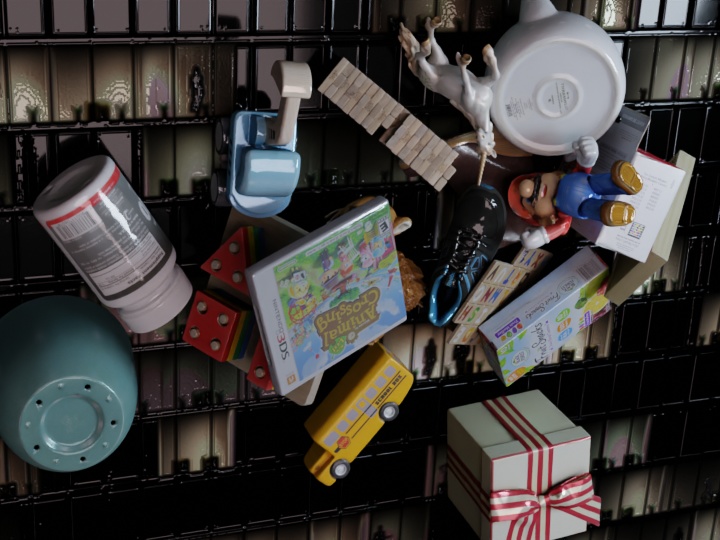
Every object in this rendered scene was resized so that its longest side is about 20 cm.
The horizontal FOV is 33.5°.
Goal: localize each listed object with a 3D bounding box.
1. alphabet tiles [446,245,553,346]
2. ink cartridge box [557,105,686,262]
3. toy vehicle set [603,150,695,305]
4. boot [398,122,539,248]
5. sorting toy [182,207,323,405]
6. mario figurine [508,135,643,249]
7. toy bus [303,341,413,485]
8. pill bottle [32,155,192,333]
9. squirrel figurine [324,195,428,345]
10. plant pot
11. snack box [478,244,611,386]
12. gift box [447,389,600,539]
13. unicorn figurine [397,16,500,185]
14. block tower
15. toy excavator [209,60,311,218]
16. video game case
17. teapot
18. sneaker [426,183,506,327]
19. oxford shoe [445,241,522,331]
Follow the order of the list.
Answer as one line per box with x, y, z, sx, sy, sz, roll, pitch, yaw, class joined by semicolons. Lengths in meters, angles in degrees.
0.191;0.035;1.656;0.168;0.008;0.200;-55;157;11;alphabet tiles
0.348;-0.130;1.619;0.083;0.200;0.177;18;103;-17;ink cartridge box
0.402;-0.060;1.664;0.026;0.124;0.201;29;54;-5;toy vehicle set
0.156;-0.105;1.614;0.198;0.072;0.168;-18;100;-23;boot
-0.125;0.040;1.503;0.069;0.199;0.201;-4;117;-58;sorting toy
0.256;-0.097;1.529;0.123;0.199;0.107;-42;113;-27;mario figurine
-0.011;0.203;1.690;0.078;0.065;0.200;39;93;-29;toy bus
-0.297;-0.029;1.458;0.113;0.114;0.201;-35;119;-5;pill bottle
0.000;0.000;1.593;0.199;0.141;0.188;28;83;-50;squirrel figurine
-0.365;0.154;1.476;0.198;0.161;0.203;-8;113;-19;plant pot
0.268;0.068;1.719;0.199;0.053;0.143;-36;150;-5;snack box
0.241;0.309;1.763;0.182;0.187;0.202;-14;114;-15;gift box
0.126;-0.231;1.510;0.073;0.201;0.138;-26;144;-15;unicorn figurine
0.039;-0.187;1.522;0.199;0.058;0.054;40;96;-4;block tower
-0.106;-0.155;1.436;0.099;0.200;0.197;1;101;-22;toy excavator
-0.036;0.031;1.429;0.199;0.022;0.184;-30;130;-25;video game case
0.251;-0.256;1.571;0.196;0.147;0.201;23;121;-15;teapot
0.139;-0.015;1.574;0.072;0.082;0.202;20;114;10;sneaker
0.186;0.007;1.700;0.200;0.073;0.085;-44;145;-5;oxford shoe
